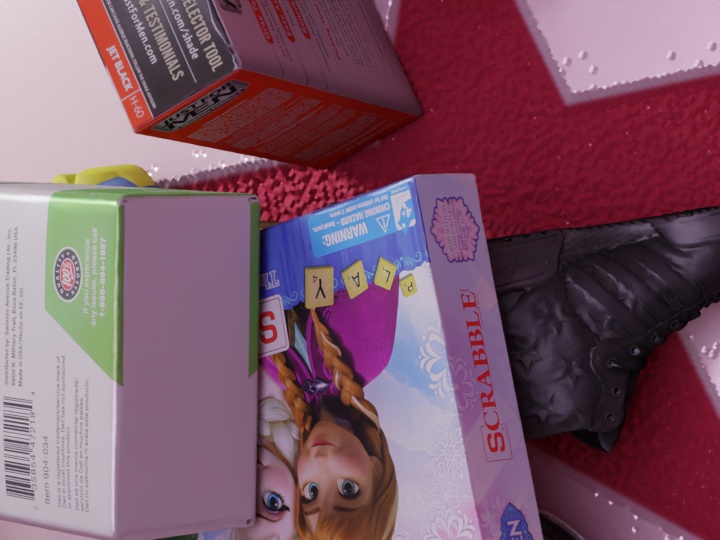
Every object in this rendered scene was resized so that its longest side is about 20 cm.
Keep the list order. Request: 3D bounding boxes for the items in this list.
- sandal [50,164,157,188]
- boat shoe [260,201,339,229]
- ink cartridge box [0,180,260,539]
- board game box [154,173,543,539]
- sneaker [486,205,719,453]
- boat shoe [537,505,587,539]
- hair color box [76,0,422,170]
[{"bbox_3d":[-0.166,0.023,1.307,0.200,0.079,0.087,-41,76,25],"label":"sandal"},{"bbox_3d":[0.000,0.000,1.238,0.200,0.072,0.068,19,89,17],"label":"boat shoe"},{"bbox_3d":[-0.140,0.034,1.174,0.200,0.084,0.146,5,96,46],"label":"ink cartridge box"},{"bbox_3d":[-0.016,0.078,1.142,0.200,0.041,0.200,-19,79,43],"label":"board game box"},{"bbox_3d":[0.105,0.031,1.168,0.200,0.060,0.104,-8,90,-6],"label":"sneaker"},{"bbox_3d":[0.082,0.144,1.196,0.200,0.060,0.074,43,102,20],"label":"boat shoe"},{"bbox_3d":[-0.051,-0.109,1.192,0.061,0.200,0.102,-28,76,19],"label":"hair color box"}]
